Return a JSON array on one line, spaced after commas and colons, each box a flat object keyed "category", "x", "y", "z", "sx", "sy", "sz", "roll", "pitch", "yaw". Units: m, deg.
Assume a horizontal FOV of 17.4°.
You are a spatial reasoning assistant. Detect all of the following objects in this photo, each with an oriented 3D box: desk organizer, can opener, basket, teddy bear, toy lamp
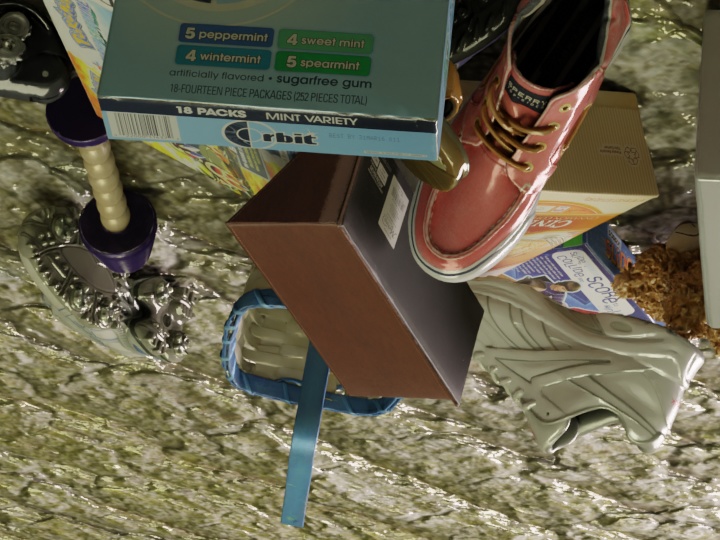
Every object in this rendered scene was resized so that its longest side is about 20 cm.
[{"category": "desk organizer", "x": 0.000, "y": 0.000, "z": 1.409, "sx": 0.077, "sy": 0.072, "sz": 0.200, "roll": 1, "pitch": 147, "yaw": 26}, {"category": "can opener", "x": -0.273, "y": -0.141, "z": 1.448, "sx": 0.200, "sy": 0.063, "sz": 0.079, "roll": 11, "pitch": 154, "yaw": -10}, {"category": "basket", "x": -0.029, "y": 0.063, "z": 1.644, "sx": 0.139, "sy": 0.200, "sz": 0.176, "roll": 14, "pitch": 156, "yaw": 0}, {"category": "teddy bear", "x": 0.258, "y": 0.015, "z": 1.573, "sx": 0.145, "sy": 0.200, "sz": 0.067, "roll": -17, "pitch": 115, "yaw": -10}, {"category": "toy lamp", "x": -0.172, "y": -0.059, "z": 1.602, "sx": 0.058, "sy": 0.058, "sz": 0.200, "roll": 5, "pitch": 152, "yaw": 4}]

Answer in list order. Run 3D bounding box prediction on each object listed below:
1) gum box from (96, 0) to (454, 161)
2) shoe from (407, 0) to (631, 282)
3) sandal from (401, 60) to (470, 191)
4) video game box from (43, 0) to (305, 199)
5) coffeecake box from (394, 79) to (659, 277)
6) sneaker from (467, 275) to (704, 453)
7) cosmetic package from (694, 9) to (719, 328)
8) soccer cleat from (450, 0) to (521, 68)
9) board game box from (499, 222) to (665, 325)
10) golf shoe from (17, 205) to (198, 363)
[{"category": "gum box", "x": -0.035, "y": -0.156, "z": 1.209, "sx": 0.170, "sy": 0.200, "sz": 0.045, "roll": 4, "pitch": 152, "yaw": 5}, {"category": "shoe", "x": 0.086, "y": -0.087, "z": 1.325, "sx": 0.071, "sy": 0.200, "sz": 0.091, "roll": 32, "pitch": 179, "yaw": 10}, {"category": "sandal", "x": 0.024, "y": -0.102, "z": 1.282, "sx": 0.054, "sy": 0.200, "sz": 0.080, "roll": -37, "pitch": 109, "yaw": 1}, {"category": "video game box", "x": -0.099, "y": -0.118, "z": 1.391, "sx": 0.182, "sy": 0.047, "sz": 0.200, "roll": 31, "pitch": 161, "yaw": 22}, {"category": "coffeecake box", "x": 0.063, "y": -0.049, "z": 1.500, "sx": 0.153, "sy": 0.073, "sz": 0.200, "roll": 0, "pitch": 162, "yaw": -37}, {"category": "sneaker", "x": 0.116, "y": 0.065, "z": 1.534, "sx": 0.200, "sy": 0.099, "sz": 0.078, "roll": 15, "pitch": 169, "yaw": 23}, {"category": "cosmetic package", "x": 0.306, "y": -0.058, "z": 1.419, "sx": 0.200, "sy": 0.123, "sz": 0.199, "roll": 0, "pitch": 153, "yaw": 10}, {"category": "soccer cleat", "x": 0.035, "y": -0.138, "z": 1.402, "sx": 0.073, "sy": 0.068, "sz": 0.200, "roll": -3, "pitch": 162, "yaw": -45}, {"category": "board game box", "x": 0.142, "y": 0.019, "z": 1.708, "sx": 0.135, "sy": 0.034, "sz": 0.200, "roll": -8, "pitch": 150, "yaw": 26}, {"category": "golf shoe", "x": -0.210, "y": 0.017, "z": 1.745, "sx": 0.097, "sy": 0.078, "sz": 0.200, "roll": -2, "pitch": 152, "yaw": 30}]
